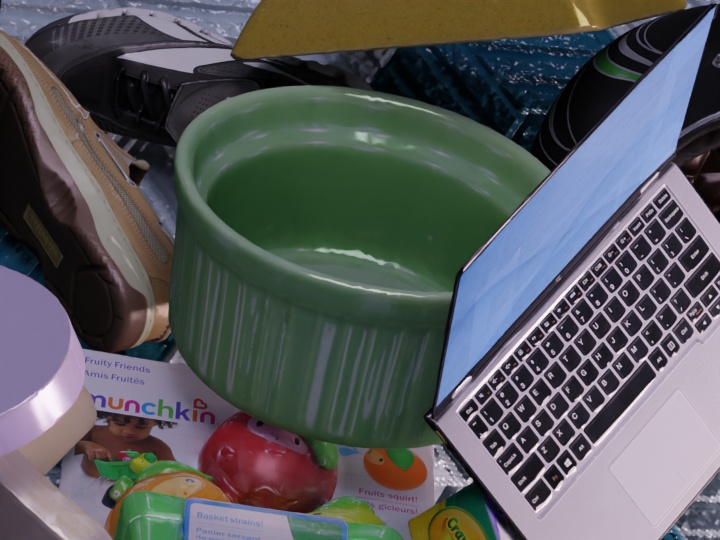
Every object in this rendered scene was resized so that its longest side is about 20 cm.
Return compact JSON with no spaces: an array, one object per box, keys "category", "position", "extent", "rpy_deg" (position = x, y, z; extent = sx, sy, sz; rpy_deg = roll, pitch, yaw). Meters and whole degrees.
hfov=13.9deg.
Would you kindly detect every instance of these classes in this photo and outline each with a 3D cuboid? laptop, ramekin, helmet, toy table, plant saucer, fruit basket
[{"category":"laptop","position":[0.129,0.022,1.331],"extent":[0.187,0.116,0.200],"rpy_deg":[-45,107,-25]},{"category":"ramekin","position":[0.000,0.000,1.444],"extent":[0.199,0.098,0.200],"rpy_deg":[10,30,-6]},{"category":"helmet","position":[0.181,-0.043,1.522],"extent":[0.199,0.201,0.191],"rpy_deg":[7,20,-9]},{"category":"toy table","position":[-0.194,0.078,1.316],"extent":[0.184,0.118,0.200],"rpy_deg":[-38,38,-27]},{"category":"plant saucer","position":[0.054,-0.147,1.557],"extent":[0.199,0.049,0.200],"rpy_deg":[-3,6,20]},{"category":"fruit basket","position":[-0.051,0.112,1.394],"extent":[0.184,0.094,0.201],"rpy_deg":[10,45,-7]}]

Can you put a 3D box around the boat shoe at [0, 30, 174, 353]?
[{"category":"boat shoe","position":[-0.145,-0.044,1.529],"extent":[0.076,0.072,0.201],"rpy_deg":[-13,63,-39]}]

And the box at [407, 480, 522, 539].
[{"category":"box","position":[0.093,0.203,1.342],"extent":[0.117,0.048,0.201],"rpy_deg":[35,31,-48]}]

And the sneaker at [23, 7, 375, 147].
[{"category":"sneaker","position":[-0.084,-0.089,1.558],"extent":[0.199,0.067,0.091],"rpy_deg":[13,19,-6]}]
